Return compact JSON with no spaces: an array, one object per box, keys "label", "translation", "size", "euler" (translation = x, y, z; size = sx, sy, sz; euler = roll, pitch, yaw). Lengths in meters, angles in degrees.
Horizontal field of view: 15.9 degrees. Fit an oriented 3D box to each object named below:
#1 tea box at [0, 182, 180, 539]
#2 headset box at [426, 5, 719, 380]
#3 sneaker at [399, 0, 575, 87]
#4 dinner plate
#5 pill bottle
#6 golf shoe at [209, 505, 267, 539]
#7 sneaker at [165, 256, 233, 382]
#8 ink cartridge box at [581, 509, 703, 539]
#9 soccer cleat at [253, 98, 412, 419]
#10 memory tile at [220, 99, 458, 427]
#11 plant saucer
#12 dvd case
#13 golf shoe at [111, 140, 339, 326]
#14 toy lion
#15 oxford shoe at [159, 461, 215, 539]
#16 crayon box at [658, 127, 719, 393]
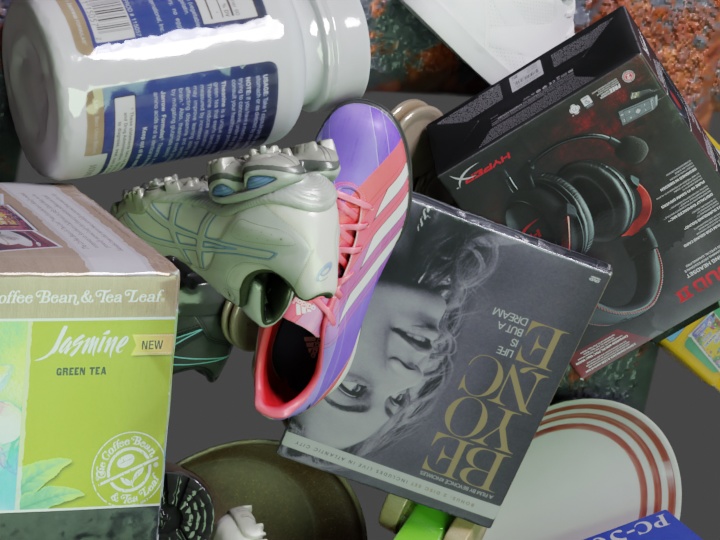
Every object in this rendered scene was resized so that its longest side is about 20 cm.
[{"label":"tea box","translation":[-0.195,0.067,1.396],"size":[0.133,0.200,0.198],"euler":[-1,106,-24]},{"label":"headset box","translation":[0.156,-0.039,1.608],"size":[0.148,0.075,0.200],"euler":[-30,118,12]},{"label":"sneaker","translation":[0.127,-0.154,1.639],"size":[0.116,0.074,0.200],"euler":[-49,123,2]},{"label":"dinner plate","translation":[0.137,0.180,1.816],"size":[0.199,0.024,0.202],"euler":[-11,115,-25]},{"label":"pill bottle","translation":[-0.100,-0.122,1.508],"size":[0.199,0.111,0.112],"euler":[-11,116,-24]},{"label":"golf shoe","translation":[-0.112,0.244,1.639],"size":[0.097,0.078,0.201],"euler":[6,107,-24]},{"label":"sneaker","translation":[-0.160,0.039,1.566],"size":[0.199,0.075,0.080],"euler":[-3,114,-27]},{"label":"ink cartridge box","translation":[0.152,0.231,1.776],"size":[0.199,0.094,0.045],"euler":[-17,118,-22]},{"label":"soccer cleat","translation":[-0.019,-0.003,1.531],"size":[0.068,0.073,0.201],"euler":[21,114,9]},{"label":"memory tile","translation":[0.000,0.000,1.637],"size":[0.200,0.017,0.154],"euler":[-48,140,-14]},{"label":"plant saucer","translation":[-0.091,0.197,1.693],"size":[0.199,0.037,0.202],"euler":[-11,114,-24]},{"label":"dvd case","translation":[0.050,0.057,1.602],"size":[0.148,0.016,0.201],"euler":[20,117,-7]},{"label":"golf shoe","translation":[-0.080,-0.013,1.496],"size":[0.078,0.200,0.098],"euler":[-12,90,-32]},{"label":"toy lion","translation":[-0.001,0.252,1.695],"size":[0.200,0.068,0.192],"euler":[-49,162,-36]},{"label":"oxford shoe","translation":[-0.188,0.147,1.589],"size":[0.198,0.084,0.073],"euler":[5,97,-1]},{"label":"crayon box","translation":[0.230,-0.010,1.768],"size":[0.200,0.052,0.126],"euler":[39,89,-34]}]
